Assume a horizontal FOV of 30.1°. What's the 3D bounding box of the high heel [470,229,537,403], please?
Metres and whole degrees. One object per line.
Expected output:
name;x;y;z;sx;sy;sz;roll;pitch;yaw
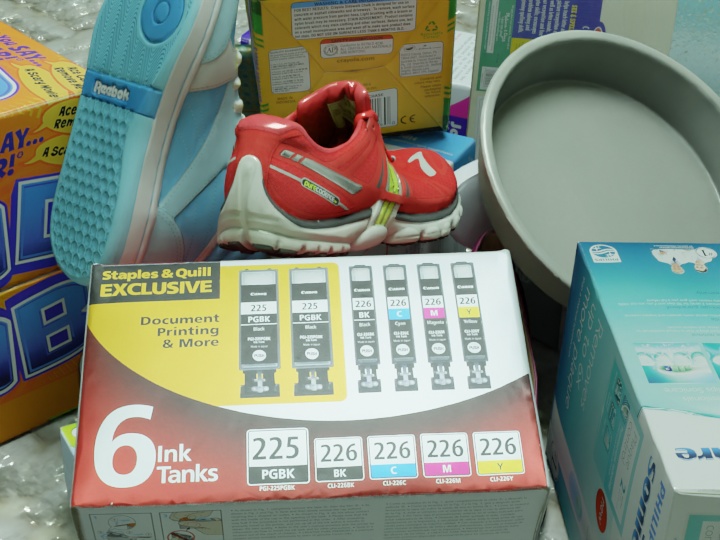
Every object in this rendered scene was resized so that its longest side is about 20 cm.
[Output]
high heel;0.071;0.063;0.749;0.067;0.097;0.200;0;31;-5

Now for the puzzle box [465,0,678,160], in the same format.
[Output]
puzzle box;0.142;-0.109;0.938;0.132;0.201;0.025;5;31;2

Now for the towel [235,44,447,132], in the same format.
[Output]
towel;-0.034;-0.106;0.973;0.199;0.147;0.022;3;47;2

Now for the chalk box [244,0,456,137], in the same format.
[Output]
chalk box;-0.016;-0.196;0.872;0.124;0.124;0.201;-7;49;-6

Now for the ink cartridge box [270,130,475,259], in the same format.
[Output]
ink cartridge box;0.000;0.000;0.828;0.068;0.116;0.200;16;34;21

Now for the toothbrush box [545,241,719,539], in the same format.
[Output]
toothbrush box;0.155;0.098;0.654;0.085;0.147;0.200;0;33;-5

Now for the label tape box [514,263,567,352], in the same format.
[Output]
label tape box;0.210;0.024;0.856;0.143;0.066;0.200;-25;43;-35

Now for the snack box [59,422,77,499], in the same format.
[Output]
snack box;-0.051;0.134;0.666;0.142;0.053;0.200;-16;37;-25

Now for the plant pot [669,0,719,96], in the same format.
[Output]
plant pot;0.271;-0.181;1.065;0.195;0.201;0.197;9;32;12

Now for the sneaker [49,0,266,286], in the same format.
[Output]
sneaker;-0.080;-0.083;0.717;0.130;0.201;0.079;9;16;-46

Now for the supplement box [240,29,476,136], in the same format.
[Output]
supplement box;0.013;-0.139;1.070;0.199;0.102;0.103;14;33;18

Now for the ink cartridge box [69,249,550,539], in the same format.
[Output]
ink cartridge box;-0.026;0.051;0.627;0.199;0.084;0.176;-2;50;-4

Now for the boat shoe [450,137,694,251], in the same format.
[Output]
boat shoe;0.127;-0.063;0.864;0.199;0.072;0.068;-14;36;-24

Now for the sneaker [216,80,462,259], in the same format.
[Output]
sneaker;0.000;-0.057;0.701;0.077;0.085;0.200;9;12;26

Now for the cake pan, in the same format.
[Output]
cake pan;0.154;-0.051;0.793;0.199;0.037;0.201;11;60;-19

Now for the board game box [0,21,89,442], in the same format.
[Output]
board game box;-0.274;-0.022;0.764;0.200;0.201;0.199;-24;40;-36
